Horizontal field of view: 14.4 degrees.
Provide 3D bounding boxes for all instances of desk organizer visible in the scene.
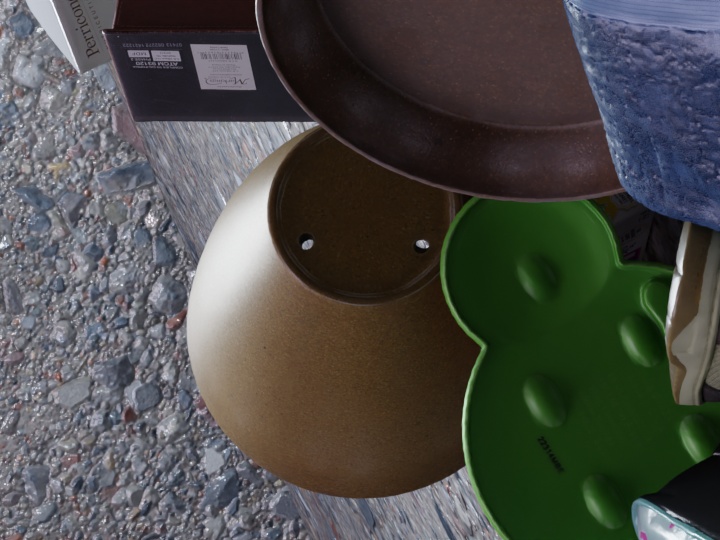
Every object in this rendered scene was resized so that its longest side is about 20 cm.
[{"bbox_3d":[-0.011,-0.119,1.313,0.072,0.199,0.077,76,-163,-57],"label":"desk organizer"}]

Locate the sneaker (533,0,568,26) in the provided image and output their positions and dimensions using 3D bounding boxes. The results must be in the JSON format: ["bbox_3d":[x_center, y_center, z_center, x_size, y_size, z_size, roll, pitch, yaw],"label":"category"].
[{"bbox_3d":[0.067,-0.150,1.189,0.083,0.121,0.200,31,146,-28],"label":"sneaker"}]

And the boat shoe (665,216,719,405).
[{"bbox_3d":[0.162,0.022,1.147,0.201,0.066,0.072,44,-120,-75],"label":"boat shoe"}]

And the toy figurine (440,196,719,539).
[{"bbox_3d":[0.108,0.052,1.357,0.201,0.150,0.184,57,180,2],"label":"toy figurine"}]

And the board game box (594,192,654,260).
[{"bbox_3d":[0.096,-0.047,1.455,0.135,0.034,0.200,61,171,17],"label":"board game box"}]

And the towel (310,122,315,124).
[{"bbox_3d":[-0.052,-0.168,1.447,0.201,0.031,0.149,63,171,-5],"label":"towel"}]

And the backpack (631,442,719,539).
[{"bbox_3d":[0.193,0.181,1.173,0.201,0.153,0.176,59,168,-14],"label":"backpack"}]

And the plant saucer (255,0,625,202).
[{"bbox_3d":[0.059,-0.102,1.117,0.201,0.199,0.035,74,-158,-49],"label":"plant saucer"}]

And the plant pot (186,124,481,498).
[{"bbox_3d":[0.000,0.000,1.408,0.187,0.186,0.200,61,172,15],"label":"plant pot"}]

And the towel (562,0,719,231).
[{"bbox_3d":[0.116,-0.098,1.008,0.111,0.049,0.201,15,139,38],"label":"towel"}]

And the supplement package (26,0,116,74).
[{"bbox_3d":[-0.119,-0.252,1.598,0.192,0.199,0.147,68,171,-27],"label":"supplement package"}]
